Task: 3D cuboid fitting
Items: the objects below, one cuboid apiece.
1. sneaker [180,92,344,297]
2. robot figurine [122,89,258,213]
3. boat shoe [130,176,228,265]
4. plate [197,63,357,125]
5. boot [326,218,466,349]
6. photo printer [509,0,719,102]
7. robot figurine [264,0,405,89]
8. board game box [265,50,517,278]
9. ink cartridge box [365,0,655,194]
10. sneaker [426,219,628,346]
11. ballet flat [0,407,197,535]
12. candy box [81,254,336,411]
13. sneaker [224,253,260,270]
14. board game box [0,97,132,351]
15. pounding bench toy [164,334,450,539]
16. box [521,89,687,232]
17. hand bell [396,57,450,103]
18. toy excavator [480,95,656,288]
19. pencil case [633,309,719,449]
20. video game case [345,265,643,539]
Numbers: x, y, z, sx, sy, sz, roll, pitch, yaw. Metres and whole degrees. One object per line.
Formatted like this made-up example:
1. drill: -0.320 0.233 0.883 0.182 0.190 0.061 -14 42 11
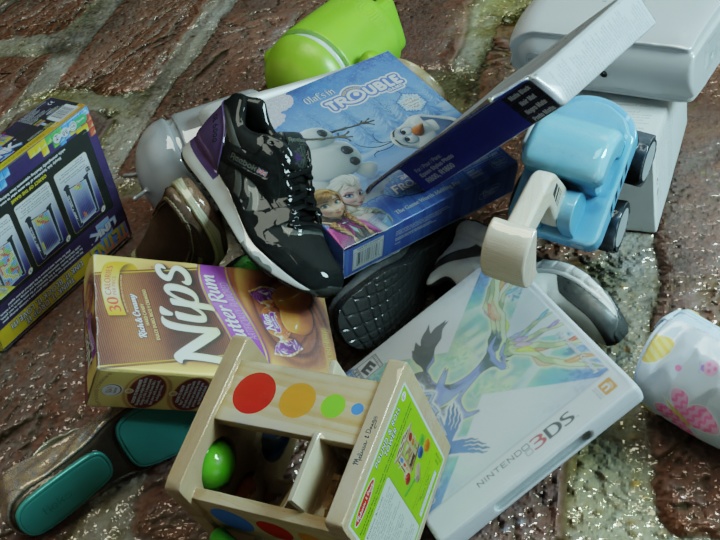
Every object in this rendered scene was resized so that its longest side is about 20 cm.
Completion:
1. sneaker: -0.071 -0.068 0.962 0.200 0.088 0.076 50 24 22
2. robot figurine: -0.152 -0.121 1.221 0.200 0.113 0.170 -21 17 -11
3. boat shoe: -0.169 -0.016 1.050 0.075 0.202 0.075 -35 78 -17
4. plate: -0.034 -0.129 1.135 0.200 0.032 0.200 -19 54 -21
5. boot: 0.000 0.000 1.070 0.132 0.070 0.200 13 33 34
6. photo printer: 0.256 -0.238 1.129 0.200 0.069 0.166 14 45 31
7. robot figurine: -0.031 -0.247 1.349 0.175 0.116 0.200 11 43 37
8. board game box: 0.006 -0.106 1.068 0.200 0.043 0.199 -27 55 -26
9. ink cartridge box: 0.122 -0.133 0.952 0.200 0.041 0.200 -39 5 -32
10. sneaker: 0.141 0.027 0.995 0.200 0.074 0.080 27 69 44
11. ballet flat: -0.207 0.138 0.942 0.200 0.068 0.067 -28 33 -23
12. candy box: -0.123 0.055 0.942 0.200 0.056 0.117 5 48 -22
13. sneaker: -0.152 0.041 1.043 0.084 0.077 0.200 17 42 36
14. board game box: -0.328 -0.048 1.133 0.057 0.165 0.200 15 44 29
15. pounding bench toy: -0.053 0.167 0.802 0.156 0.124 0.200 7 57 26
16. box: 0.247 -0.138 1.141 0.124 0.098 0.200 6 41 23
17. hand bell: 0.000 -0.122 1.223 0.104 0.104 0.200 21 61 37
18. toy excavator: 0.159 -0.067 0.939 0.100 0.200 0.195 19 82 22
19. pencil case: 0.295 0.100 0.824 0.083 0.091 0.200 -35 42 -27
20. video game case: 0.091 0.093 0.898 0.182 0.022 0.200 -39 40 0
